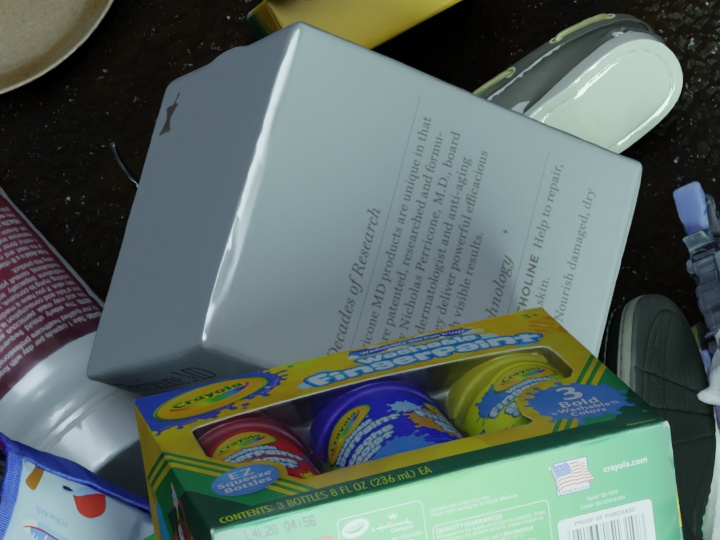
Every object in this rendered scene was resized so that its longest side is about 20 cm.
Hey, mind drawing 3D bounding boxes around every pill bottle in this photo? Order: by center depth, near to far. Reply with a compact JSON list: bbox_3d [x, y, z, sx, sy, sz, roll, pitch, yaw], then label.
[{"bbox_3d":[-0.189,0.044,1.535,0.114,0.114,0.200,-40,71,-8],"label":"pill bottle"}]

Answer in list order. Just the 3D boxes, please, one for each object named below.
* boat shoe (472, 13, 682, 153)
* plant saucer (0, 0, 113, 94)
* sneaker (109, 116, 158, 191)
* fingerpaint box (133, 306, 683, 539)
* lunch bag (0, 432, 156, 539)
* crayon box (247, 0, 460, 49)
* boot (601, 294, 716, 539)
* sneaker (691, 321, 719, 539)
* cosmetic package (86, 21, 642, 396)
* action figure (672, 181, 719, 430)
[{"bbox_3d":[0.081,-0.069,1.572,0.201,0.072,0.060,-34,30,7],"label":"boat shoe"},{"bbox_3d":[-0.226,-0.182,1.659,0.199,0.035,0.201,-2,70,5],"label":"plant saucer"},{"bbox_3d":[-0.065,0.020,1.534,0.060,0.104,0.200,-29,70,-5],"label":"sneaker"},{"bbox_3d":[0.017,0.090,1.251,0.199,0.167,0.074,-12,109,-12],"label":"fingerpaint box"},{"bbox_3d":[-0.163,0.193,1.409,0.200,0.170,0.124,-59,36,2],"label":"lunch bag"},{"bbox_3d":[0.009,-0.148,1.533,0.125,0.200,0.052,-29,94,-3],"label":"crayon box"},{"bbox_3d":[0.099,0.120,1.457,0.153,0.073,0.204,-10,76,41],"label":"boot"},{"bbox_3d":[0.167,0.119,1.494,0.088,0.077,0.201,-19,53,30],"label":"sneaker"},{"bbox_3d":[0.000,0.000,1.426,0.199,0.167,0.167,21,75,-21],"label":"cosmetic package"},{"bbox_3d":[0.237,0.035,1.458,0.104,0.193,0.201,-29,75,43],"label":"action figure"}]
